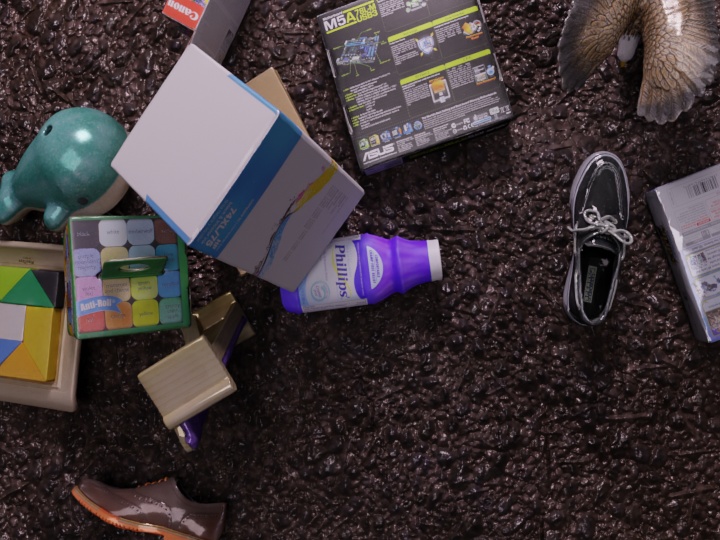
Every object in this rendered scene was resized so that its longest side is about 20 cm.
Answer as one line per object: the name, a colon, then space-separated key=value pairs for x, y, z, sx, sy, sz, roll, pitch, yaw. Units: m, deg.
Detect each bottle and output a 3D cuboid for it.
bottle: x=0.000 y=0.000 z=0.789 sx=0.193 sy=0.065 sz=0.087 roll=-7 pitch=88 yaw=5

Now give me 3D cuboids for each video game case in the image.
video game case: x=0.455 y=-0.040 z=0.757 sx=0.194 sy=0.045 sz=0.187 roll=-20 pitch=87 yaw=5

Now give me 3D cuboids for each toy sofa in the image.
toy sofa: x=-0.167 y=0.104 z=0.737 sx=0.081 sy=0.200 sz=0.099 roll=-29 pitch=102 yaw=3

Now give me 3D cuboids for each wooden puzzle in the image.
wooden puzzle: x=-0.429 y=0.068 z=0.829 sx=0.179 sy=0.037 sz=0.208 roll=4 pitch=91 yaw=17

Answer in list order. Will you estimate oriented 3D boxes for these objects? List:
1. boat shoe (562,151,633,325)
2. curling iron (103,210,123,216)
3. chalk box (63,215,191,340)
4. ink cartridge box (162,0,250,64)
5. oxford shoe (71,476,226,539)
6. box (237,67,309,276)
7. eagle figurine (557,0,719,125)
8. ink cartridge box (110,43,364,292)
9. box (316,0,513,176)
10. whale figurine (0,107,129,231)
boat shoe: x=0.275 y=-0.038 z=0.762 sx=0.071 sy=0.068 sz=0.206 roll=13 pitch=91 yaw=5
curling iron: x=-0.363 y=0.011 z=0.843 sx=0.049 sy=0.026 sz=0.202 roll=37 pitch=93 yaw=7
chalk box: x=-0.261 y=0.008 z=0.732 sx=0.121 sy=0.199 sz=0.129 roll=-4 pitch=90 yaw=-26
ink cartridge box: x=-0.185 y=-0.309 z=0.787 sx=0.049 sy=0.109 sz=0.204 roll=26 pitch=92 yaw=5
oxford shoe: x=-0.260 y=0.290 z=0.821 sx=0.194 sy=0.072 sz=0.075 roll=20 pitch=72 yaw=1
box: x=-0.128 y=-0.122 z=0.824 sx=0.161 sy=0.021 sz=0.204 roll=-29 pitch=87 yaw=4
eagle figurine: x=0.306 y=-0.277 z=0.724 sx=0.148 sy=0.204 sz=0.152 roll=-11 pitch=133 yaw=36
ink cartridge box: x=-0.119 y=-0.096 z=0.693 sx=0.146 sy=0.199 sz=0.148 roll=39 pitch=94 yaw=28
box: x=0.064 y=-0.241 z=0.796 sx=0.194 sy=0.047 sz=0.199 roll=-18 pitch=86 yaw=6
whale figurine: x=-0.372 y=-0.125 z=0.797 sx=0.194 sy=0.104 sz=0.163 roll=-15 pitch=59 yaw=14
